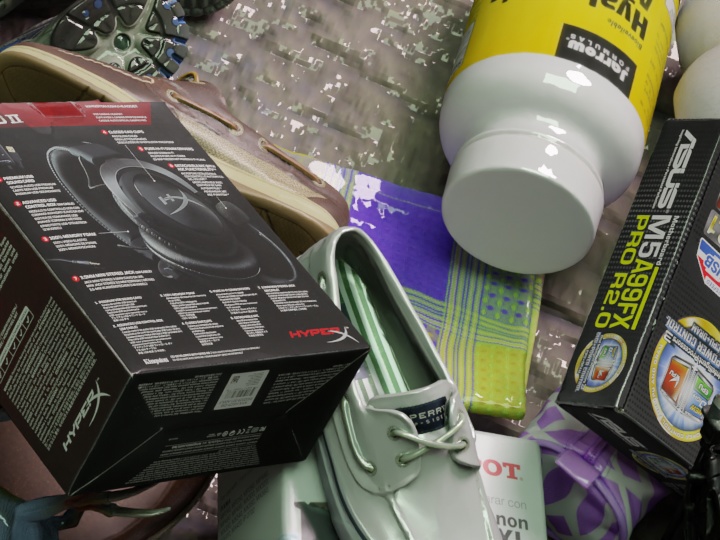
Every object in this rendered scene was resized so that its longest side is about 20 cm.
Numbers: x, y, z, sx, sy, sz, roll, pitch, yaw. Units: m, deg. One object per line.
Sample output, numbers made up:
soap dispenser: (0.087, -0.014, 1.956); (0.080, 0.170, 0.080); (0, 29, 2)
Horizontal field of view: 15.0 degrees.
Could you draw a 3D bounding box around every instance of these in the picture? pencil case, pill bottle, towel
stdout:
pencil case: (0.156, 0.057, 1.411); (0.084, 0.086, 0.200); (39, 61, 3)
pill bottle: (0.104, -0.098, 1.459); (0.111, 0.112, 0.201); (19, 52, -2)
towel: (0.000, 0.000, 1.421); (0.199, 0.023, 0.144); (19, 45, -6)

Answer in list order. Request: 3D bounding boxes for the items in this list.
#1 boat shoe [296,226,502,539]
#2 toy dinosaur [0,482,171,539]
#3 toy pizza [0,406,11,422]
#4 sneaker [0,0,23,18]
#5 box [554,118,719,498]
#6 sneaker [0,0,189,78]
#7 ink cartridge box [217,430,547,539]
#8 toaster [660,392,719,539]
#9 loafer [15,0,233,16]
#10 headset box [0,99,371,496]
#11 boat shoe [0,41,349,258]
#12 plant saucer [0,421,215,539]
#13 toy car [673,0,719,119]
boat shoe: (0.015, 0.074, 1.261); (0.073, 0.067, 0.201); (-20, 72, -35)
toy dinosaur: (-0.166, 0.126, 1.285); (0.199, 0.105, 0.182); (-31, 85, 15)
toy pizza: (-0.212, 0.014, 1.280); (0.199, 0.032, 0.200); (7, 25, -3)
sneaker: (-0.188, -0.155, 1.374); (0.199, 0.116, 0.075); (-33, 103, -2)
box: (0.198, 0.042, 1.369); (0.200, 0.044, 0.161); (37, 67, -36)
sneaker: (-0.183, -0.082, 1.419); (0.199, 0.085, 0.077); (-27, 98, -14)
ink cartridge box: (0.012, 0.173, 1.296); (0.145, 0.083, 0.201); (10, 59, -23)
toaster: (0.195, 0.189, 1.281); (0.118, 0.200, 0.182); (6, 59, -4)
loafer: (-0.161, -0.186, 1.487); (0.199, 0.075, 0.070); (8, 52, -18)
headset box: (-0.115, 0.000, 1.243); (0.148, 0.077, 0.200); (-5, 44, -47)
boat shoe: (-0.094, -0.061, 1.375); (0.199, 0.072, 0.072); (27, 37, -5)
plant saucer: (-0.163, 0.063, 1.362); (0.199, 0.035, 0.201); (6, 61, -10)
toy car: (0.265, -0.084, 1.481); (0.174, 0.151, 0.200); (-11, 29, 13)
